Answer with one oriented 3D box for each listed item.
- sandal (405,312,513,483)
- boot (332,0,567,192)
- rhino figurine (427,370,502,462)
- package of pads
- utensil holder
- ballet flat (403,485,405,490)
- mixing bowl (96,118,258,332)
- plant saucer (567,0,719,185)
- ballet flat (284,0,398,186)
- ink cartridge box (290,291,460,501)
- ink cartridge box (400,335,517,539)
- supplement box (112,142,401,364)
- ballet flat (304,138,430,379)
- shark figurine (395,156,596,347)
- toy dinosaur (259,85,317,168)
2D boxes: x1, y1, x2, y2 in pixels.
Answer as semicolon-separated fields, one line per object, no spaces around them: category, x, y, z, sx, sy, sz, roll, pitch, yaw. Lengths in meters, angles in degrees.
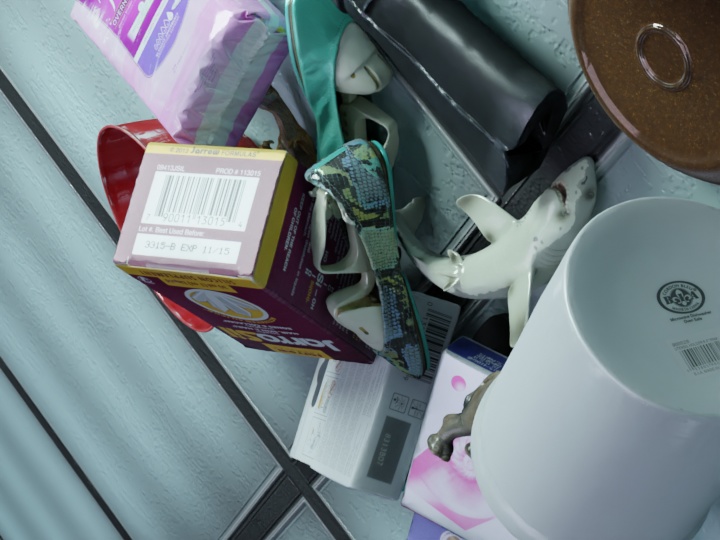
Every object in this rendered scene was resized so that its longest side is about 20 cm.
sandal;0.076;0.116;1.323;0.075;0.045;0.200;59;134;32
boot;0.055;-0.167;1.091;0.200;0.065;0.165;53;166;24
rhino figurine;0.147;0.149;1.171;0.200;0.060;0.088;39;116;14
package of pads;-0.138;-0.192;1.299;0.121;0.075;0.200;-57;48;19
utensil holder;0.174;0.073;1.057;0.170;0.170;0.200;46;148;20
ballet flat;0.028;0.124;1.466;0.076;0.068;0.200;61;159;28
mixing bowl;-0.137;-0.057;1.477;0.200;0.108;0.201;46;151;34
plant saucer;0.185;-0.129;0.966;0.200;0.037;0.201;40;149;30
ballet flat;-0.005;-0.130;1.260;0.070;0.067;0.201;9;131;24
ink cartridge box;0.008;0.096;1.386;0.057;0.163;0.200;19;176;-12
ink cartridge box;0.128;0.177;1.257;0.196;0.043;0.201;25;119;22
supplement box;-0.074;-0.011;1.281;0.130;0.104;0.200;5;162;30
ballet flat;0.000;0.000;1.227;0.074;0.074;0.201;20;131;49
shark figurine;0.098;-0.009;1.198;0.214;0.089;0.129;-1;85;50
toy dinosaur;-0.042;-0.070;1.396;0.106;0.060;0.201;-105;-1;-53
